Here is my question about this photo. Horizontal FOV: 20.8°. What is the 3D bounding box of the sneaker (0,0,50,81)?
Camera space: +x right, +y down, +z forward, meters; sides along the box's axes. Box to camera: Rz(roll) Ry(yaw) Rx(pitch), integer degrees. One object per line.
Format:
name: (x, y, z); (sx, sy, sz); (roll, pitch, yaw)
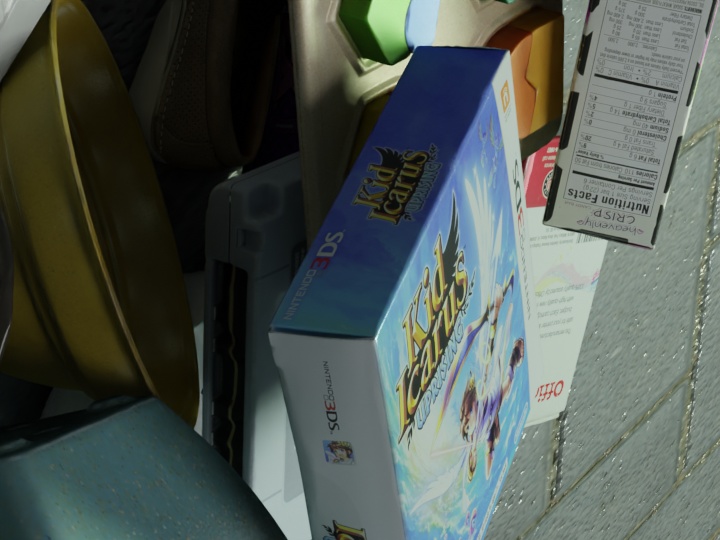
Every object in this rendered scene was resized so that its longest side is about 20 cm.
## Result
sneaker: (-0.207, -0.082, 0.773); (0.115, 0.074, 0.200); (24, 95, -42)

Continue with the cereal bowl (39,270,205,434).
cereal bowl: (-0.104, 0.090, 1.018); (0.200, 0.083, 0.200); (-37, 138, -44)

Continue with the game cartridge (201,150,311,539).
game cartridge: (-0.022, 0.034, 0.945); (0.133, 0.040, 0.200); (-23, 125, -45)

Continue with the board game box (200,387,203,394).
board game box: (0.000, 0.000, 1.021); (0.200, 0.028, 0.135); (-64, 149, -11)

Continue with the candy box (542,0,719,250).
candy box: (0.143, -0.131, 0.956); (0.136, 0.061, 0.200); (-68, 170, -53)

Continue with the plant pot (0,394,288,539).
plant pot: (-0.126, 0.161, 0.766); (0.196, 0.196, 0.200); (-19, 96, -67)

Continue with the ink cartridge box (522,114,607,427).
ink cartridge box: (0.091, -0.002, 1.281); (0.146, 0.083, 0.200); (-8, 114, -57)

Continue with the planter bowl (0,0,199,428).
planter bowl: (-0.138, -0.016, 0.857); (0.200, 0.083, 0.201); (-15, 90, -86)

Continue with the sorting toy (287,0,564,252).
sorting toy: (0.040, -0.103, 0.879); (0.185, 0.036, 0.200); (-33, 137, -39)

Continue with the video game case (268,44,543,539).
video game case: (0.027, 0.035, 0.810); (0.200, 0.045, 0.182); (-64, 151, -48)

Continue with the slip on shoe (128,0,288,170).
slip on shoe: (-0.057, -0.146, 0.964); (0.076, 0.061, 0.200); (30, 76, -60)

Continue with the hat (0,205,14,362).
hat: (-0.234, 0.010, 0.721); (0.201, 0.201, 0.081); (-51, -173, -29)

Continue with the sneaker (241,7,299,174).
sneaker: (-0.020, -0.121, 1.042); (0.088, 0.080, 0.200); (43, 66, -51)
